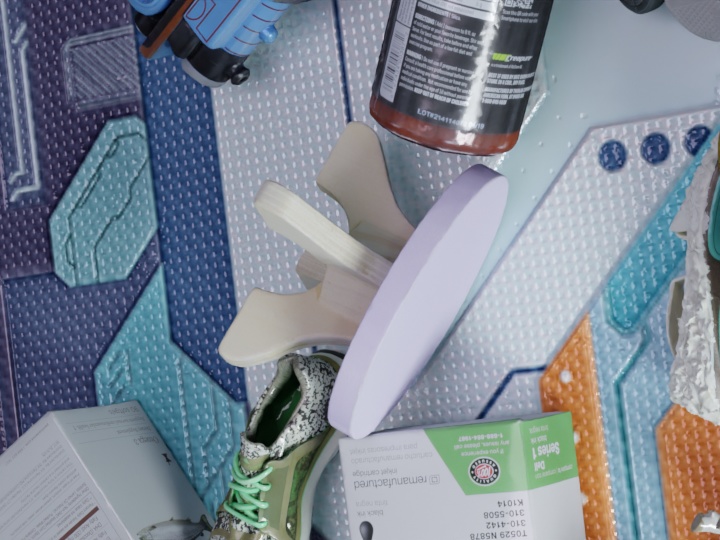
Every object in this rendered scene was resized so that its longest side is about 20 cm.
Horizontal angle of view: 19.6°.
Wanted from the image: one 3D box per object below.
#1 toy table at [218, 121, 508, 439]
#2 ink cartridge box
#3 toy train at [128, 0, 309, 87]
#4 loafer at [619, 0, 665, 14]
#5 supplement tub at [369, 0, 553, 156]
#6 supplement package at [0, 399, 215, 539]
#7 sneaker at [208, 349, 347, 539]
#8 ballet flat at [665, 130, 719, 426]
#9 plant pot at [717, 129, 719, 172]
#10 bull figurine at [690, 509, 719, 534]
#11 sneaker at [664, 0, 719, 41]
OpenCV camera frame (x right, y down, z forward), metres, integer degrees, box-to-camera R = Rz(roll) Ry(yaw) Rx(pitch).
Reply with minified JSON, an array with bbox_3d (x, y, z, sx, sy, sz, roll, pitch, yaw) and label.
[{"bbox_3d":[0.000,0.000,1.400,0.117,0.184,0.201,27,67,18],"label":"toy table"},{"bbox_3d":[0.075,0.203,1.406,0.145,0.084,0.202,-9,87,29],"label":"ink cartridge box"},{"bbox_3d":[-0.085,-0.215,1.469,0.115,0.086,0.200,53,124,14],"label":"toy train"},{"bbox_3d":[0.163,-0.261,1.365,0.201,0.063,0.072,64,158,13],"label":"loafer"},{"bbox_3d":[0.076,-0.184,1.367,0.106,0.107,0.202,23,110,26],"label":"supplement tub"},{"bbox_3d":[-0.180,0.210,1.528,0.117,0.117,0.201,-41,73,21],"label":"supplement package"},{"bbox_3d":[-0.071,0.140,1.459,0.076,0.089,0.201,18,82,32],"label":"sneaker"},{"bbox_3d":[0.223,-0.002,1.331,0.071,0.072,0.202,7,95,28],"label":"ballet flat"},{"bbox_3d":[0.307,-0.021,1.171,0.193,0.200,0.197,-12,108,28],"label":"plant pot"},{"bbox_3d":[0.284,0.163,1.292,0.121,0.065,0.201,33,101,-7],"label":"bull figurine"},{"bbox_3d":[0.222,-0.241,1.274,0.077,0.082,0.201,21,138,25],"label":"sneaker"}]
